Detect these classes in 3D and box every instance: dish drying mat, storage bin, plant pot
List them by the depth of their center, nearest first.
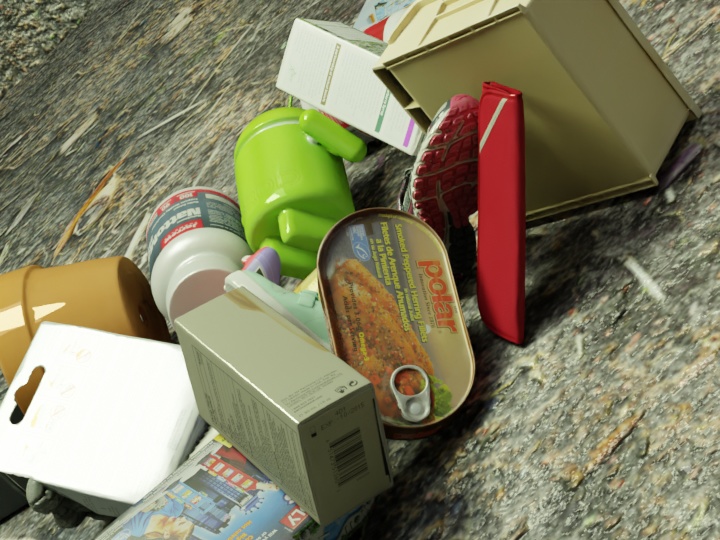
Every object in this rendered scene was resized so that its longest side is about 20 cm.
[{"bbox_3d":[0.113,-0.047,1.333,0.018,0.202,0.077,-5,15,-19],"label":"dish drying mat"},{"bbox_3d":[0.144,-0.153,1.399,0.198,0.200,0.094,-15,35,49],"label":"storage bin"},{"bbox_3d":[-0.292,0.073,1.779,0.139,0.201,0.201,-22,28,9],"label":"plant pot"}]

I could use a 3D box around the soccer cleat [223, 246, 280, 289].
[{"bbox_3d":[-0.109,0.072,1.589,0.067,0.076,0.201,82,-151,-63],"label":"soccer cleat"}]

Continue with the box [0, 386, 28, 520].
[{"bbox_3d":[-0.444,0.233,1.881,0.199,0.079,0.142,-32,23,26],"label":"box"}]

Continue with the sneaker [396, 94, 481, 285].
[{"bbox_3d":[0.065,-0.072,1.422,0.201,0.080,0.075,104,152,-45],"label":"sneaker"}]

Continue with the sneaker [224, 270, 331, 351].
[{"bbox_3d":[-0.012,0.036,1.405,0.118,0.199,0.074,-51,-15,-24],"label":"sneaker"}]

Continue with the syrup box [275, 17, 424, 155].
[{"bbox_3d":[0.016,-0.187,1.684,0.199,0.078,0.082,31,112,34],"label":"syrup box"}]

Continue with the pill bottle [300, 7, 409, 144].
[{"bbox_3d":[0.037,-0.215,1.790,0.199,0.112,0.113,-24,31,39],"label":"pill bottle"}]

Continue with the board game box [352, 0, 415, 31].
[{"bbox_3d":[0.063,-0.300,1.975,0.199,0.041,0.200,-22,32,41],"label":"board game box"}]

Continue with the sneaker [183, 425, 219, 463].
[{"bbox_3d":[-0.090,0.163,1.434,0.099,0.070,0.201,-15,38,38],"label":"sneaker"}]

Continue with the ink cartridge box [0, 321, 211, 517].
[{"bbox_3d":[-0.231,0.138,1.499,0.198,0.050,0.163,8,59,24],"label":"ink cartridge box"}]

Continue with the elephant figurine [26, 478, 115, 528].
[{"bbox_3d":[-0.212,0.182,1.561,0.199,0.157,0.141,-8,-2,38],"label":"elephant figurine"}]

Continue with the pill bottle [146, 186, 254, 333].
[{"bbox_3d":[-0.167,-0.002,1.763,0.119,0.120,0.200,-41,24,8],"label":"pill bottle"}]

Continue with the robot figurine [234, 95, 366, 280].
[{"bbox_3d":[-0.070,-0.085,1.708,0.176,0.115,0.201,-58,33,40],"label":"robot figurine"}]

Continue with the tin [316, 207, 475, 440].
[{"bbox_3d":[0.028,0.043,1.341,0.111,0.042,0.202,-9,62,-5],"label":"tin"}]

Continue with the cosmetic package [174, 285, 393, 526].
[{"bbox_3d":[-0.063,0.102,1.298,0.071,0.106,0.200,-27,36,-23],"label":"cosmetic package"}]

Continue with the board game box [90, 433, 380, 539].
[{"bbox_3d":[-0.079,0.213,1.297,0.200,0.062,0.199,-38,40,-27],"label":"board game box"}]

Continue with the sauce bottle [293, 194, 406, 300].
[{"bbox_3d":[0.000,0.000,1.562,0.200,0.066,0.066,-45,23,-5],"label":"sauce bottle"}]
